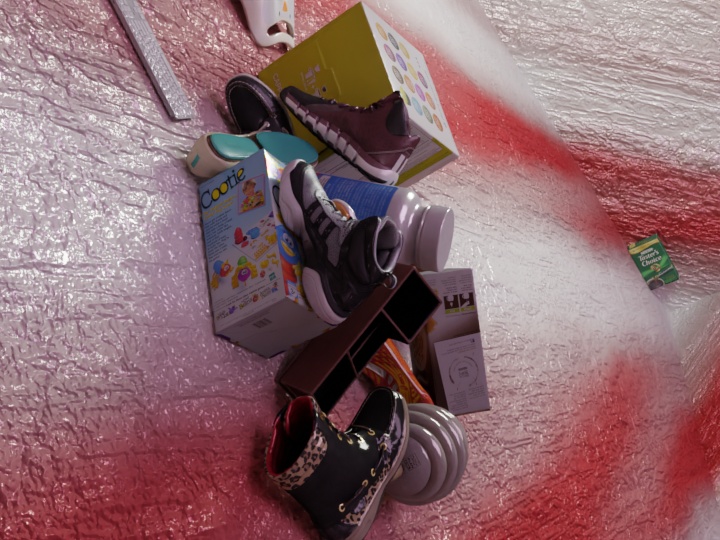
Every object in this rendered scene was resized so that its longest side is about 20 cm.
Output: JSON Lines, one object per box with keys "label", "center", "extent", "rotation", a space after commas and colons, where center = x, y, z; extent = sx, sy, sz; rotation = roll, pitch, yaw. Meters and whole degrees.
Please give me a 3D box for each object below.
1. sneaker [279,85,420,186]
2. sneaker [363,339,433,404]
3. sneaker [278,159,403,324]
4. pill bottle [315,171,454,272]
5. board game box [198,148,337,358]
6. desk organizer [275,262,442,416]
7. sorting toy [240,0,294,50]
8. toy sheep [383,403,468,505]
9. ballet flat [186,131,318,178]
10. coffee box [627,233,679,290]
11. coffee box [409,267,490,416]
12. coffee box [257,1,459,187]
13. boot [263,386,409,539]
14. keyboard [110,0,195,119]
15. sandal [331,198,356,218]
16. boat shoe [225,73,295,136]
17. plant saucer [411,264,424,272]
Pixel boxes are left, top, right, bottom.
{"label": "sneaker", "center": [-0.004, -0.207, 1.286], "extent": [0.200, 0.116, 0.076], "rotation": [40, 2, 9]}
{"label": "sneaker", "center": [0.054, 0.157, 1.336], "extent": [0.201, 0.073, 0.077], "rotation": [63, 12, -9]}
{"label": "sneaker", "center": [-0.017, -0.049, 1.074], "extent": [0.075, 0.113, 0.201], "rotation": [24, 45, -57]}
{"label": "pill bottle", "center": [0.014, -0.057, 1.238], "extent": [0.112, 0.198, 0.113], "rotation": [12, 90, -73]}
{"label": "board game box", "center": [-0.109, -0.019, 1.127], "extent": [0.103, 0.104, 0.201], "rotation": [32, 39, -51]}
{"label": "desk organizer", "center": [0.001, 0.083, 1.144], "extent": [0.200, 0.077, 0.072], "rotation": [-50, 120, -17]}
{"label": "sorting toy", "center": [-0.144, -0.440, 1.532], "extent": [0.200, 0.106, 0.182], "rotation": [-20, 103, -67]}
{"label": "toy sheep", "center": [0.066, 0.230, 1.205], "extent": [0.139, 0.137, 0.200], "rotation": [64, 23, 0]}
{"label": "ballet flat", "center": [-0.137, -0.138, 1.218], "extent": [0.199, 0.069, 0.070], "rotation": [-2, 67, -51]}
{"label": "coffee box", "center": [1.117, -0.031, 3.697], "extent": [0.201, 0.122, 0.044], "rotation": [57, 27, -19]}
{"label": "coffee box", "center": [0.119, 0.100, 1.386], "extent": [0.114, 0.079, 0.202], "rotation": [177, -95, -78]}
{"label": "coffee box", "center": [-0.003, -0.233, 1.446], "extent": [0.197, 0.199, 0.201], "rotation": [23, 44, -57]}
{"label": "boot", "center": [-0.024, 0.187, 1.073], "extent": [0.151, 0.073, 0.201], "rotation": [50, 52, -37]}
{"label": "keyboard", "center": [-0.261, -0.276, 1.192], "extent": [0.201, 0.011, 0.056], "rotation": [63, 23, -3]}
{"label": "sandal", "center": [-0.052, 0.014, 1.186], "extent": [0.059, 0.079, 0.208], "rotation": [-15, 120, -41]}
{"label": "boat shoe", "center": [-0.123, -0.166, 1.297], "extent": [0.060, 0.073, 0.201], "rotation": [-72, 140, -65]}
{"label": "plant saucer", "center": [0.080, -0.026, 1.542], "extent": [0.201, 0.037, 0.200], "rotation": [61, -2, 3]}
